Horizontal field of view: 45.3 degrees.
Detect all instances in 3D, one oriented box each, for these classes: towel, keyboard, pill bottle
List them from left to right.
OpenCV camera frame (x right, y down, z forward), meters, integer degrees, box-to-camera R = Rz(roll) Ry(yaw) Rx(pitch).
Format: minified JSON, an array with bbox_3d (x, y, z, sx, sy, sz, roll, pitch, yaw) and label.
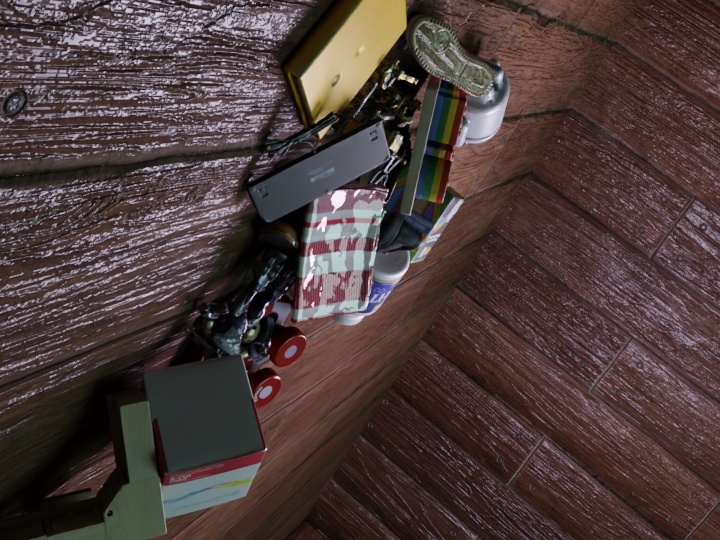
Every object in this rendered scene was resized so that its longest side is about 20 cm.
[{"bbox_3d":[-0.058,-0.146,1.112,0.197,0.021,0.128,-28,142,-7],"label":"keyboard"},{"bbox_3d":[-0.031,-0.026,1.251,0.142,0.023,0.205,-7,115,-41],"label":"towel"},{"bbox_3d":[0.005,0.016,1.680,0.119,0.119,0.201,-41,170,-41],"label":"pill bottle"}]

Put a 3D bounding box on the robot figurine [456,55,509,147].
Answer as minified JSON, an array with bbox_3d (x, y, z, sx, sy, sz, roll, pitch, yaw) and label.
[{"bbox_3d":[0.216,-0.313,1.610,0.171,0.112,0.201,-57,169,-15],"label":"robot figurine"}]

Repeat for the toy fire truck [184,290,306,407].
[{"bbox_3d":[-0.190,0.121,1.336,0.166,0.112,0.202,6,121,-54],"label":"toy fire truck"}]

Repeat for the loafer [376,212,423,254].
[{"bbox_3d":[0.054,-0.053,1.422,0.073,0.062,0.200,-62,-172,-3],"label":"loafer"}]

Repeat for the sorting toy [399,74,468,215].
[{"bbox_3d":[0.124,-0.208,1.404,0.201,0.068,0.203,-71,173,-68],"label":"sorting toy"}]

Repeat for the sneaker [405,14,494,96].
[{"bbox_3d":[0.113,-0.340,1.315,0.198,0.113,0.072,25,108,-46],"label":"sneaker"}]

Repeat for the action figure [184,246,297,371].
[{"bbox_3d":[-0.168,0.064,1.238,0.202,0.069,0.130,-55,132,-11],"label":"action figure"}]

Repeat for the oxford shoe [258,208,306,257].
[{"bbox_3d":[-0.101,-0.060,1.274,0.200,0.070,0.073,20,87,-81],"label":"oxford shoe"}]

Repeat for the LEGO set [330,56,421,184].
[{"bbox_3d":[0.042,-0.209,1.245,0.155,0.115,0.200,-51,167,-7],"label":"LEGO set"}]

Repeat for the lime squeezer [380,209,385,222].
[{"bbox_3d":[0.000,0.000,1.346,0.071,0.037,0.202,-42,160,-48],"label":"lime squeezer"}]

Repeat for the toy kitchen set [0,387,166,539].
[{"bbox_3d":[-0.376,0.261,1.127,0.196,0.185,0.162,-9,-171,-24],"label":"toy kitchen set"}]

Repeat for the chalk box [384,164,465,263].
[{"bbox_3d":[0.097,-0.098,1.726,0.202,0.123,0.125,-55,168,13],"label":"chalk box"}]

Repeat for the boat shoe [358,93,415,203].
[{"bbox_3d":[0.058,-0.201,1.444,0.073,0.064,0.202,-39,161,-44],"label":"boat shoe"}]

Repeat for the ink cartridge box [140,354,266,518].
[{"bbox_3d":[-0.230,0.237,1.211,0.142,0.148,0.201,-10,151,-23],"label":"ink cartridge box"}]

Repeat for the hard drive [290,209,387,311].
[{"bbox_3d":[-0.035,-0.016,1.356,0.202,0.042,0.135,-59,167,11],"label":"hard drive"}]

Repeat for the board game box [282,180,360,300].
[{"bbox_3d":[-0.056,-0.041,1.460,0.201,0.064,0.148,-50,166,-13],"label":"board game box"}]

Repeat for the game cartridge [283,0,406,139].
[{"bbox_3d":[-0.013,-0.281,1.074,0.202,0.032,0.177,-54,167,-10],"label":"game cartridge"}]
